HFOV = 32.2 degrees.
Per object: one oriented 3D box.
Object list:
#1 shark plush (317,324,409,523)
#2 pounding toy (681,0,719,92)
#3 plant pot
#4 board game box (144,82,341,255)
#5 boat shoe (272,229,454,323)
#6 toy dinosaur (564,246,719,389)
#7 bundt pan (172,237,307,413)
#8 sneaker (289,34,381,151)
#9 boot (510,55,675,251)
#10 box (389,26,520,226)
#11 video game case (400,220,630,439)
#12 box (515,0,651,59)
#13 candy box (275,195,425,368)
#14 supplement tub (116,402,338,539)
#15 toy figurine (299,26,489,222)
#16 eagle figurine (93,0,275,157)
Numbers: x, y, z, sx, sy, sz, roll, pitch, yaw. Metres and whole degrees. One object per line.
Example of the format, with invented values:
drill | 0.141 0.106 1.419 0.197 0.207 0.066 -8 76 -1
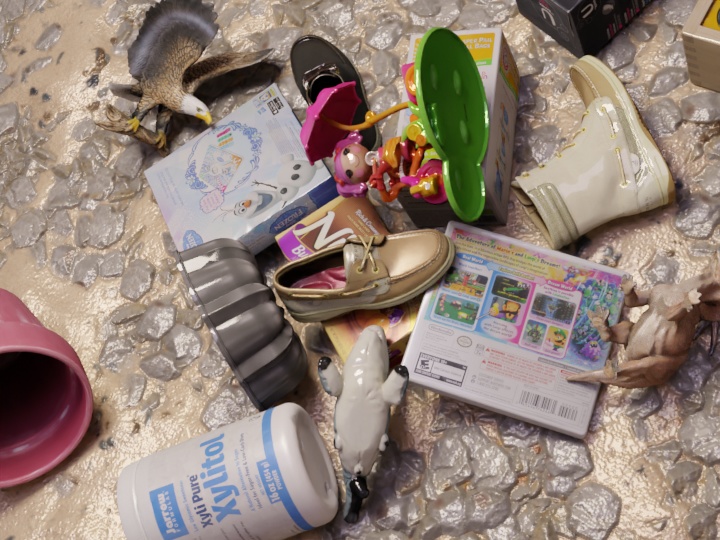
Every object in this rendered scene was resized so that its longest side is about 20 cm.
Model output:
shark plush | 0.011 0.160 1.282 0.091 0.083 0.201 -6 97 3
pounding toy | 0.467 -0.277 1.294 0.200 0.142 0.184 24 77 29
plant pot | -0.425 0.118 1.433 0.200 0.200 0.179 -38 43 0
board game box | -0.143 -0.104 1.485 0.199 0.043 0.200 -33 47 3
boat shoe | 0.000 0.000 1.310 0.199 0.066 0.074 -21 51 17
toy dinosaur | 0.302 0.065 1.226 0.200 0.135 0.086 -50 44 16
bundt pan | -0.120 0.050 1.337 0.076 0.202 0.202 -29 59 -4
sneaker | -0.041 -0.230 1.488 0.075 0.106 0.200 -32 59 4
boot | 0.230 -0.129 1.351 0.154 0.072 0.200 -24 64 2
box | 0.109 -0.160 1.400 0.112 0.101 0.201 0 66 21
video game case | 0.160 0.058 1.290 0.199 0.024 0.183 17 72 9
box | 0.279 -0.362 1.428 0.200 0.106 0.122 -43 58 -2
candy box | 0.000 0.014 1.386 0.116 0.056 0.200 -32 60 4
supplement tub | -0.135 0.229 1.292 0.199 0.132 0.132 -22 60 9
toy figurine | 0.025 -0.135 1.310 0.184 0.150 0.201 -10 87 31
eagle figurine | -0.220 -0.239 1.546 0.151 0.152 0.200 34 99 -5
